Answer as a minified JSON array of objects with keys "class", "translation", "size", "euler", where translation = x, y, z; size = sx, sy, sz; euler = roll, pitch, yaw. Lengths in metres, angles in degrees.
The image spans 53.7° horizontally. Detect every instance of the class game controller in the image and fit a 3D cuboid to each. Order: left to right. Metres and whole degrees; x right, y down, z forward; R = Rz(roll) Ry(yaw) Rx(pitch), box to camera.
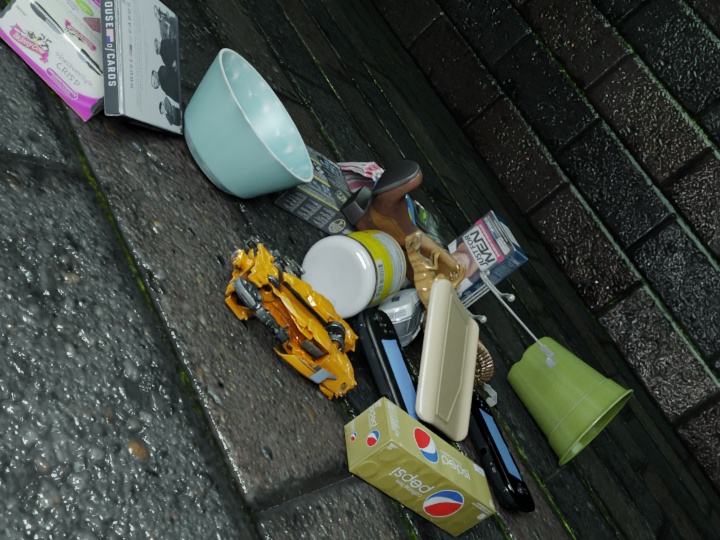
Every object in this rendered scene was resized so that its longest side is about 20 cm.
[{"class":"game controller","translation":[0.050,0.146,0.933],"size":[0.104,0.042,0.204],"euler":[5,61,-61]},{"class":"game controller","translation":[0.206,0.269,1.084],"size":[0.104,0.042,0.203],"euler":[29,31,-46]}]

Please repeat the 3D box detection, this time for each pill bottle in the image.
[{"class":"pill bottle","translation":[0.000,0.000,1.015],"size":[0.110,0.109,0.199],"euler":[53,20,8]}]

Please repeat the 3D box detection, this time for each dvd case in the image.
[{"class":"dvd case","translation":[-0.249,-0.244,0.826],"size":[0.200,0.024,0.155],"euler":[-46,135,-84]}]

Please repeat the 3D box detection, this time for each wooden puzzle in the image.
[{"class":"wooden puzzle","translation":[0.120,0.131,0.998],"size":[0.200,0.036,0.190],"euler":[43,53,-60]}]

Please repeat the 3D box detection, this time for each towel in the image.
[{"class":"towel","translation":[0.036,-0.138,1.341],"size":[0.199,0.030,0.145],"euler":[38,-15,-33]}]

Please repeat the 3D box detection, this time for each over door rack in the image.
[{"class":"over door rack","translation":[0.229,0.117,1.262],"size":[0.201,0.147,0.066],"euler":[51,26,3]}]

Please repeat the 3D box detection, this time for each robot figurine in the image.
[{"class":"robot figurine","translation":[-0.081,0.053,0.826],"size":[0.200,0.058,0.146],"euler":[45,21,-20]}]

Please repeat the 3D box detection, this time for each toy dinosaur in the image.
[{"class":"toy dinosaur","translation":[0.111,0.035,1.086],"size":[0.060,0.104,0.205],"euler":[0,-72,64]}]

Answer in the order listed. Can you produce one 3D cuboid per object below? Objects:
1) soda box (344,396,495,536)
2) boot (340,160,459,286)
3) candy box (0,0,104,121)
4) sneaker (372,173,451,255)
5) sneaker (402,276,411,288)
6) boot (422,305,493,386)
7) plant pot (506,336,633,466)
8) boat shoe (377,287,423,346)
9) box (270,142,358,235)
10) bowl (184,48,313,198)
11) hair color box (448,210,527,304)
[{"class":"soda box","translation":[0.070,0.234,0.834],"size":[0.199,0.067,0.065],"euler":[40,23,-29]},{"class":"boot","translation":[0.084,-0.060,1.101],"size":[0.200,0.187,0.069],"euler":[44,48,-14]},{"class":"candy box","translation":[-0.322,-0.272,0.846],"size":[0.137,0.061,0.201],"euler":[47,20,-18]},{"class":"sneaker","translation":[0.087,-0.079,1.204],"size":[0.201,0.070,0.083],"euler":[51,25,-17]},{"class":"sneaker","translation":[0.079,-0.022,1.280],"size":[0.089,0.081,0.200],"euler":[50,28,-5]},{"class":"boot","translation":[0.162,0.107,1.203],"size":[0.201,0.074,0.108],"euler":[55,15,-31]},{"class":"plant pot","translation":[0.391,0.239,1.390],"size":[0.190,0.201,0.199],"euler":[45,16,27]},{"class":"boat shoe","translation":[0.068,0.073,1.105],"size":[0.200,0.070,0.070],"euler":[-54,131,-80]},{"class":"box","translation":[-0.083,-0.144,1.166],"size":[0.198,0.049,0.163],"euler":[26,31,-49]},{"class":"bowl","translation":[-0.161,-0.179,0.951],"size":[0.202,0.104,0.202],"euler":[54,16,-23]},{"class":"hair color box","translation":[0.199,-0.005,1.319],"size":[0.060,0.199,0.101],"euler":[24,32,-49]}]
